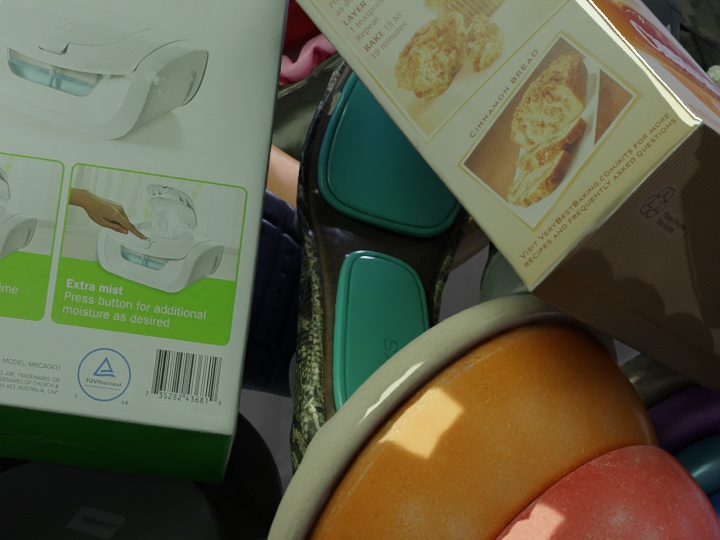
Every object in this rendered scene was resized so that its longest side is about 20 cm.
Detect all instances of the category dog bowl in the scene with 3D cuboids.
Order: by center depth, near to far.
[{"bbox_3d":[-0.110,0.130,1.072,0.199,0.059,0.201,-14,39,12],"label":"dog bowl"}]

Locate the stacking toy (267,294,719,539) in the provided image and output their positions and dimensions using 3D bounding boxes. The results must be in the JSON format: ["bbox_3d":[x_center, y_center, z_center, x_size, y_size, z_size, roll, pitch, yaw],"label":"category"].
[{"bbox_3d":[0.079,0.114,0.884,0.146,0.147,0.200,-39,56,-18],"label":"stacking toy"}]

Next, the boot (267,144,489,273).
[{"bbox_3d":[-0.048,-0.039,1.172,0.200,0.071,0.145,-26,80,7],"label":"boot"}]

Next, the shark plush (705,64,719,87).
[{"bbox_3d":[0.179,-0.076,1.097,0.083,0.091,0.199,36,35,27],"label":"shark plush"}]

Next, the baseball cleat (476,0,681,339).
[{"bbox_3d":[0.077,-0.039,1.057,0.069,0.201,0.107,2,20,6],"label":"baseball cleat"}]

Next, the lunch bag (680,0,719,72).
[{"bbox_3d":[0.172,-0.185,1.199,0.200,0.168,0.139,-42,40,-19],"label":"lunch bag"}]

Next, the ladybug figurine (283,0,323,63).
[{"bbox_3d":[-0.025,-0.138,1.280,0.136,0.072,0.200,-54,12,-24],"label":"ladybug figurine"}]

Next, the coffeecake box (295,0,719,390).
[{"bbox_3d":[0.052,-0.070,0.948,0.073,0.153,0.200,-44,62,11],"label":"coffeecake box"}]

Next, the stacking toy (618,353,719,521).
[{"bbox_3d":[0.137,0.112,0.949,0.085,0.086,0.200,-26,42,-2],"label":"stacking toy"}]

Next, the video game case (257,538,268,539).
[{"bbox_3d":[-0.018,0.146,0.966,0.198,0.019,0.143,-8,47,-9],"label":"video game case"}]

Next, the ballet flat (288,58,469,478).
[{"bbox_3d":[0.000,0.000,1.055,0.075,0.067,0.201,133,151,-52],"label":"ballet flat"}]

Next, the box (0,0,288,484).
[{"bbox_3d":[-0.132,-0.032,1.027,0.198,0.097,0.178,7,75,-4],"label":"box"}]

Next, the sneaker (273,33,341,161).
[{"bbox_3d":[-0.014,-0.047,1.233,0.199,0.079,0.096,-19,60,9],"label":"sneaker"}]

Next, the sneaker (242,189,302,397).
[{"bbox_3d":[-0.091,0.000,1.118,0.199,0.082,0.074,20,65,1],"label":"sneaker"}]
